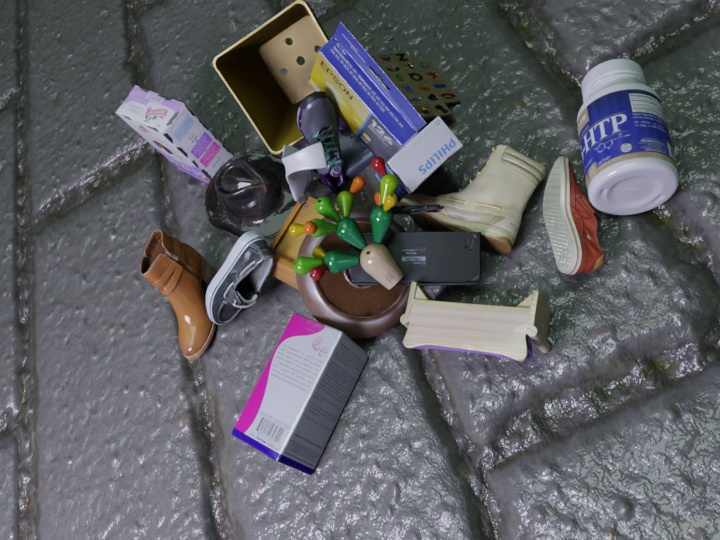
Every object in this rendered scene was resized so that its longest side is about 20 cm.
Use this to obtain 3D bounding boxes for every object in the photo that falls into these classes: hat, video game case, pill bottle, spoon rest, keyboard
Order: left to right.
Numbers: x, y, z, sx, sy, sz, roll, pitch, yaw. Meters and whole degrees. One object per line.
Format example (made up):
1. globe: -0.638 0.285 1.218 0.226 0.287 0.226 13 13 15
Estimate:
1. hat: -0.207 -0.156 1.270 0.197 0.081 0.204 -4 66 9
2. spoon rest: -0.109 -0.174 1.165 0.060 0.200 0.101 -13 91 -16
3. video game case: -0.007 -0.278 1.292 0.142 0.019 0.201 -35 52 7
4. keyboard: 0.079 -0.042 1.017 0.197 0.021 0.129 0 87 7
5. pill bottle: 0.372 -0.193 0.978 0.118 0.120 0.203 -12 59 22

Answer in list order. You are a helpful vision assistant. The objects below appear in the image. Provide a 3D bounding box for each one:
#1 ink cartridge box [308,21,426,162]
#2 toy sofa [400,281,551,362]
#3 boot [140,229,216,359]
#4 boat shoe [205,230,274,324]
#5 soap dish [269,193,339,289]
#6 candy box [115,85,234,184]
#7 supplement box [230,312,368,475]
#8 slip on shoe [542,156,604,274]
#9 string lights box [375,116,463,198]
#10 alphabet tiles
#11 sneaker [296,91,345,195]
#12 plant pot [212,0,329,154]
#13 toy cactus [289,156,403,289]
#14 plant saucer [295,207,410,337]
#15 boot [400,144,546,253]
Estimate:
1. ink cartridge box: 0.004 -0.271 1.102 0.047 0.200 0.198 -42 94 -8
2. toy sofa: 0.160 0.080 0.965 0.197 0.083 0.099 3 70 29
3. boot: -0.323 0.041 1.198 0.073 0.155 0.203 -17 57 18
4. boat shoe: -0.204 0.029 1.152 0.071 0.071 0.201 54 131 31
5. soap dish: -0.056 -0.034 1.144 0.198 0.081 0.159 25 77 34
6. candy box: -0.352 -0.257 1.350 0.167 0.200 0.072 27 78 35
7. supplement box: -0.087 0.183 1.029 0.100 0.103 0.202 18 74 35
8. slip on shoe: 0.306 -0.080 0.993 0.060 0.074 0.202 5 54 -8
9. string lights box: 0.086 -0.169 1.075 0.103 0.200 0.059 -42 94 -2
10. alphabet tiles: 0.077 -0.330 1.225 0.164 0.006 0.201 -11 51 -20
11. sneaker: -0.052 -0.214 1.171 0.074 0.201 0.088 -30 65 -10
12. plant pot: -0.123 -0.373 1.285 0.198 0.201 0.177 -27 22 17
13. toy cactus: 0.000 -0.046 0.981 0.200 0.102 0.165 -44 92 -4
14. plant saucer: 0.000 0.000 1.051 0.197 0.032 0.204 1 82 -9
15. boot: 0.174 -0.125 1.076 0.198 0.073 0.157 20 75 33
